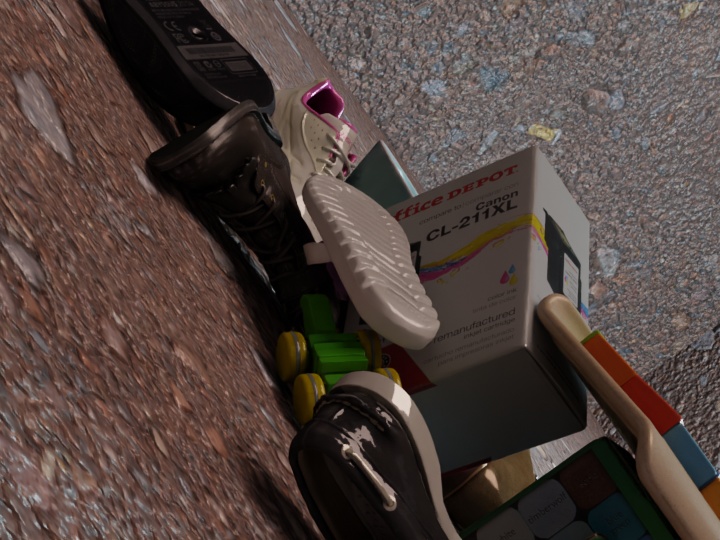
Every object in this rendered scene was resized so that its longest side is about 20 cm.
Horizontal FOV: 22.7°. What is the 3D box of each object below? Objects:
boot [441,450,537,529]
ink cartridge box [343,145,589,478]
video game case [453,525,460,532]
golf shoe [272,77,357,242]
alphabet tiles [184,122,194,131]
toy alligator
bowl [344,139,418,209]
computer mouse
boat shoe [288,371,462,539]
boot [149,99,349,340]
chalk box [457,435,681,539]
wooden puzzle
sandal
[{"bbox_3d":[0.093,0.145,1.239,0.076,0.074,0.200,49,15,1],"label":"boot"},{"bbox_3d":[0.068,0.030,1.173,0.083,0.145,0.201,51,29,-31],"label":"ink cartridge box"},{"bbox_3d":[0.066,0.206,1.084,0.200,0.024,0.182,49,9,-43],"label":"video game case"},{"bbox_3d":[-0.043,-0.072,1.342,0.075,0.091,0.201,51,18,-46],"label":"golf shoe"},{"bbox_3d":[-0.123,-0.129,1.402,0.200,0.015,0.196,48,16,-51],"label":"alphabet tiles"},{"bbox_3d":[-0.007,0.087,1.041,0.200,0.059,0.054,-117,-150,-51],"label":"toy alligator"},{"bbox_3d":[0.026,0.011,1.392,0.201,0.105,0.201,58,3,-5],"label":"bowl"},{"bbox_3d":[-0.137,-0.165,1.290,0.138,0.053,0.200,-6,52,-52],"label":"computer mouse"},{"bbox_3d":[0.023,0.149,0.887,0.060,0.074,0.201,-42,119,-44],"label":"boat shoe"},{"bbox_3d":[-0.054,-0.018,1.182,0.175,0.069,0.200,64,14,4],"label":"boot"},{"bbox_3d":[0.130,0.181,1.029,0.124,0.125,0.200,56,7,14],"label":"chalk box"},{"bbox_3d":[0.183,0.115,1.040,0.185,0.037,0.200,53,6,-25],"label":"wooden puzzle"},{"bbox_3d":[-0.006,-0.004,1.139,0.082,0.050,0.203,31,17,-22],"label":"sandal"}]
